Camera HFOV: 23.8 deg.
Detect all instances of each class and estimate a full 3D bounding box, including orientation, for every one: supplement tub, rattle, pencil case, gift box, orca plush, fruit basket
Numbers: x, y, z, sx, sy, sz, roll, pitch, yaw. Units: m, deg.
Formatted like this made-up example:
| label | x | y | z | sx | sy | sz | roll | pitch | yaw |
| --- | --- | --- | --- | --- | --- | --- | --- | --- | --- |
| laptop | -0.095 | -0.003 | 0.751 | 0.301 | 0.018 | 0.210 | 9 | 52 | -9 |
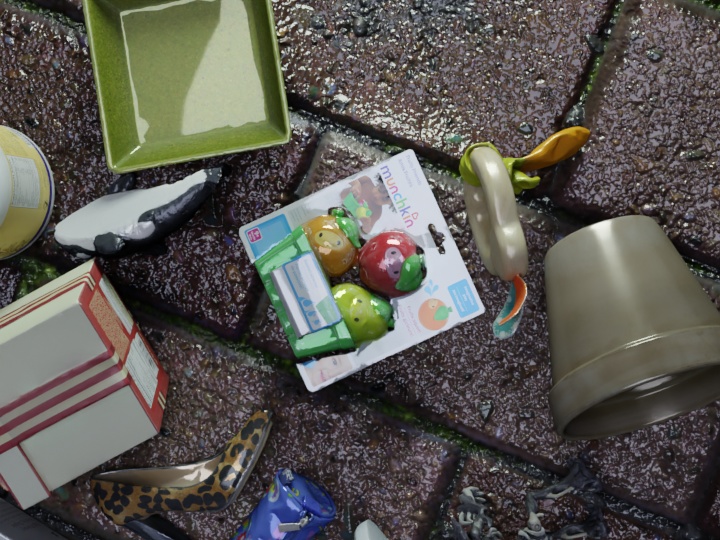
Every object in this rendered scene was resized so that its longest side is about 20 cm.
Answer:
| label | x | y | z | sx | sy | sz | roll | pitch | yaw |
| --- | --- | --- | --- | --- | --- | --- | --- | --- | --- |
| supplement tub | -0.408 | -0.082 | 1.736 | 0.144 | 0.200 | 0.147 | 0 | 91 | 9 |
| rattle | 0.176 | -0.036 | 1.670 | 0.142 | 0.131 | 0.201 | -1 | 47 | -21 |
| pencil case | -0.105 | 0.297 | 1.749 | 0.078 | 0.087 | 0.200 | 35 | 97 | -15 |
| gift box | -0.311 | 0.117 | 1.736 | 0.186 | 0.200 | 0.185 | -28 | 101 | 4 |
| orca plush | -0.219 | -0.052 | 1.789 | 0.199 | 0.071 | 0.105 | -30 | 41 | 4 |
| fruit basket | 0.000 | 0.000 | 1.727 | 0.199 | 0.094 | 0.186 | -24 | 87 | 5 |

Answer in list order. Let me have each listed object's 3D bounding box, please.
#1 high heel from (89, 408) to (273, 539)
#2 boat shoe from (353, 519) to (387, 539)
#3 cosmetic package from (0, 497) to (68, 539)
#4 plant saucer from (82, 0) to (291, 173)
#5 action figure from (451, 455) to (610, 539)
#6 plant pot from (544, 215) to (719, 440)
| label | x | y | z | sx | sy | sz | roll | pitch | yaw |
| --- | --- | --- | --- | --- | --- | --- | --- | --- | --- |
| high heel | -0.187 | 0.197 | 1.765 | 0.142 | 0.071 | 0.201 | 33 | 104 | 1 |
| boat shoe | 0.012 | 0.325 | 1.685 | 0.056 | 0.200 | 0.069 | -34 | 121 | 11 |
| cosmetic package | -0.337 | 0.316 | 1.779 | 0.199 | 0.102 | 0.074 | 28 | 96 | 7 |
| plant saucer | -0.177 | -0.213 | 1.775 | 0.198 | 0.048 | 0.201 | -9 | 89 | 9 |
| action figure | 0.149 | 0.270 | 1.691 | 0.199 | 0.102 | 0.120 | -25 | 97 | -17 |
| plant pot | 0.260 | 0.049 | 1.650 | 0.199 | 0.200 | 0.175 | -19 | 70 | 9 |
